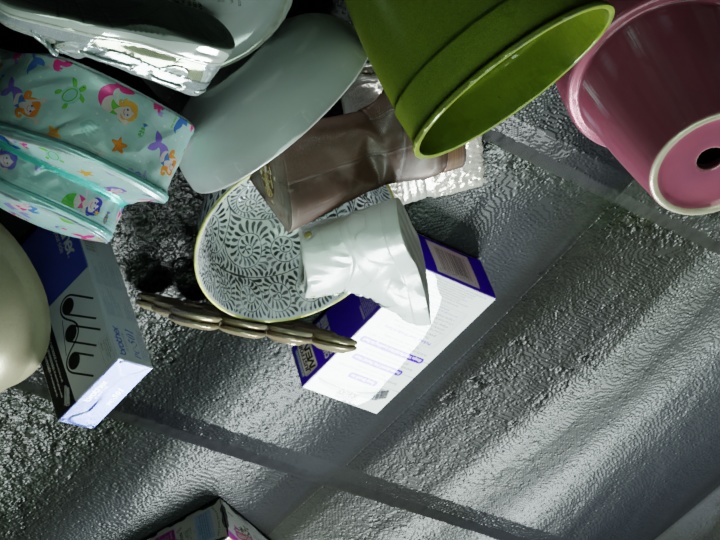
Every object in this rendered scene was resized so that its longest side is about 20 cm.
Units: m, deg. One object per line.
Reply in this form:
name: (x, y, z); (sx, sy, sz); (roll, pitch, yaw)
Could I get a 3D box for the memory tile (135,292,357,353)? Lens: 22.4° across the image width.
memory tile: (-0.114, 0.053, 1.804); (0.200, 0.153, 0.017); (11, 93, -27)

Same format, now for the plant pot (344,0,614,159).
plant pot: (0.072, -0.229, 1.501); (0.200, 0.193, 0.200); (-34, 170, -7)

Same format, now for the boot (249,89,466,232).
boot: (-0.008, -0.143, 1.603); (0.200, 0.064, 0.186); (-18, 112, -20)

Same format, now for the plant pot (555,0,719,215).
plant pot: (0.298, -0.157, 1.690); (0.200, 0.179, 0.200); (-10, 138, -9)

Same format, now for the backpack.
backpack: (-0.242, -0.109, 1.509); (0.178, 0.151, 0.200); (27, 166, -35)

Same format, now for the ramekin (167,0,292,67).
ramekin: (-0.145, -0.254, 1.489); (0.200, 0.105, 0.200); (-10, 137, -9)

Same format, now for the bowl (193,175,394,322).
bowl: (-0.075, -0.057, 1.720); (0.201, 0.094, 0.201); (-15, 135, -15)

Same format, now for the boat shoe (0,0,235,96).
boat shoe: (-0.196, -0.182, 1.417); (0.202, 0.074, 0.065); (8, 128, -35)

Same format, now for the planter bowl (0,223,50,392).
planter bowl: (-0.397, 0.047, 1.621); (0.200, 0.135, 0.200); (16, 124, 25)

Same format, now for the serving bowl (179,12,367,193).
serving bowl: (-0.088, -0.157, 1.563); (0.200, 0.200, 0.066); (-34, 111, 17)

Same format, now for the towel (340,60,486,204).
towel: (0.052, -0.136, 1.733); (0.132, 0.034, 0.200); (-14, 138, -3)

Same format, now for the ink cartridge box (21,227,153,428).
ink cartridge box: (-0.260, 0.037, 1.681); (0.044, 0.200, 0.094); (20, 125, -43)

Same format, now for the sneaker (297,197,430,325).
sneaker: (0.000, 0.000, 1.702); (0.116, 0.074, 0.200); (-12, 150, 8)

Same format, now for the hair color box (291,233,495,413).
hair color box: (0.033, 0.056, 1.906); (0.109, 0.065, 0.200); (23, 122, -37)

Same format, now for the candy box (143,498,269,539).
candy box: (-0.208, 0.364, 2.146); (0.200, 0.061, 0.136); (-30, 136, 12)
